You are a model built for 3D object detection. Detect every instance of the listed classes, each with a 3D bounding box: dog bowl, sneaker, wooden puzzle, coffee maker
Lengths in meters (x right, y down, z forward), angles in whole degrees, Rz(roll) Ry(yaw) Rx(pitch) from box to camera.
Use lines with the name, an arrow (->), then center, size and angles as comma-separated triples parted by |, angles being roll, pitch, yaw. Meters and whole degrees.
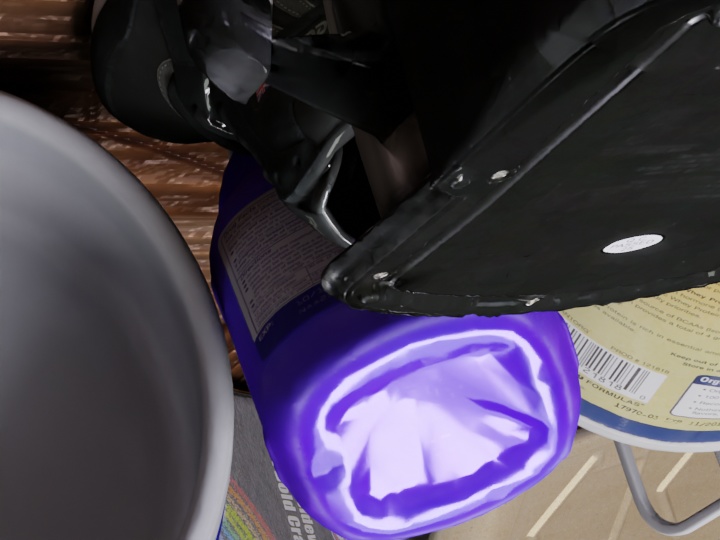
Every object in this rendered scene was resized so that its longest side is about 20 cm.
dog bowl -> -0.135, 0.051, 0.782 | 0.199, 0.201, 0.079 | -13, 161, -9
sneaker -> -0.014, -0.046, 0.727 | 0.076, 0.088, 0.200 | 25, 158, -32
wooden puzzle -> 0.104, 0.119, 1.258 | 0.199, 0.046, 0.186 | -11, 135, -30
coffee maker -> 0.054, -0.117, 0.509 | 0.192, 0.201, 0.135 | -27, 159, 31

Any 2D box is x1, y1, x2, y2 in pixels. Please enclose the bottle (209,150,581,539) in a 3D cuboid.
bottle -> 0.000, 0.000, 0.788 | 0.083, 0.200, 0.065 | -21, 116, -3

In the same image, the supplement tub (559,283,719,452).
supplement tub -> 0.110, -0.047, 0.798 | 0.144, 0.145, 0.200 | -10, 158, -17

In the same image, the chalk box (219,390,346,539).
chalk box -> -0.067, 0.127, 1.106 | 0.124, 0.125, 0.200 | -28, 155, 27

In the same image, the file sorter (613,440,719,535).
file sorter -> 0.197, 0.021, 1.059 | 0.199, 0.125, 0.139 | 1, 152, -36

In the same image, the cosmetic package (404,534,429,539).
cosmetic package -> -0.022, 0.150, 1.315 | 0.200, 0.052, 0.151 | -31, 156, 32
